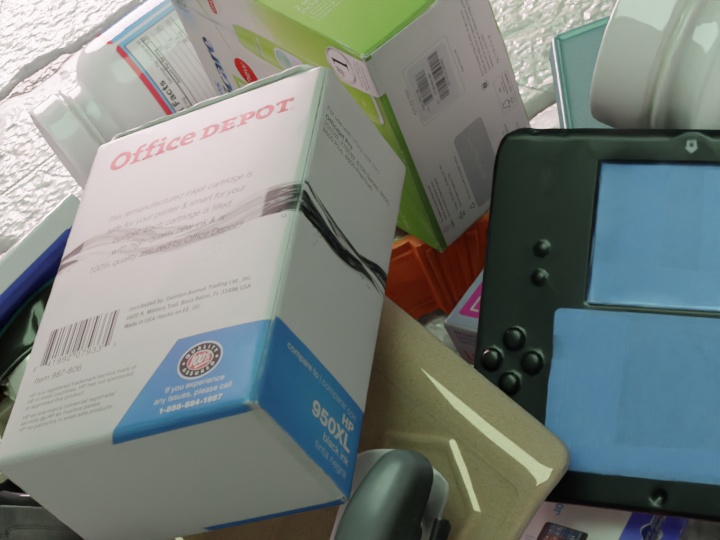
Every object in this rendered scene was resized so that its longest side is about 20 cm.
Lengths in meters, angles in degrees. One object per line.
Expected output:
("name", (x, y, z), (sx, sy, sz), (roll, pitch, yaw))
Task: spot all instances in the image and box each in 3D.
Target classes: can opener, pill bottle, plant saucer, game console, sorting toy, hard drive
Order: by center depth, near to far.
("can opener", (-0.011, 0.173, 0.775), (0.052, 0.066, 0.201), (15, 91, 33))
("game console", (0.146, 0.023, 0.795), (0.199, 0.031, 0.178), (3, 88, 29))
("pill bottle", (0.219, -0.081, 0.836), (0.199, 0.115, 0.115), (23, 60, 19))
("sorting toy", (-0.013, 0.119, 0.848), (0.185, 0.036, 0.200), (39, 100, 34))
("plant saucer", (0.140, -0.077, 0.939), (0.070, 0.019, 0.200), (-18, 40, 15))
("hard drive", (-0.244, 0.047, 1.055), (0.200, 0.025, 0.132), (-48, 1, -24))
("pill bottle", (-0.117, -0.132, 1.166), (0.200, 0.109, 0.109), (-38, 42, -9))

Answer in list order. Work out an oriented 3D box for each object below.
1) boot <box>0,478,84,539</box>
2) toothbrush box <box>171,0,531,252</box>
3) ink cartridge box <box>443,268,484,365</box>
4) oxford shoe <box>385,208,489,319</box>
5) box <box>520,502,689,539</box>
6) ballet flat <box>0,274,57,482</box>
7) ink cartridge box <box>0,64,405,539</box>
("boot", (-0.130, 0.166, 0.838), (0.199, 0.132, 0.070), (-1, 6, 36))
("toothbrush box", (-0.010, -0.121, 0.968), (0.086, 0.146, 0.200), (-40, 46, -16))
("ink cartridge box", (0.146, -0.021, 0.919), (0.119, 0.042, 0.200), (14, 54, 42))
("oxford shoe", (0.000, 0.000, 1.007), (0.199, 0.072, 0.073), (-15, 33, 5))
("box", (0.070, 0.117, 0.864), (0.199, 0.042, 0.119), (13, 56, 35))
("ballet flat", (-0.209, 0.091, 1.036), (0.200, 0.068, 0.068), (-49, 53, -6))
("ink cartridge box", (-0.068, 0.017, 0.817), (0.144, 0.084, 0.201), (-15, 45, 29))
